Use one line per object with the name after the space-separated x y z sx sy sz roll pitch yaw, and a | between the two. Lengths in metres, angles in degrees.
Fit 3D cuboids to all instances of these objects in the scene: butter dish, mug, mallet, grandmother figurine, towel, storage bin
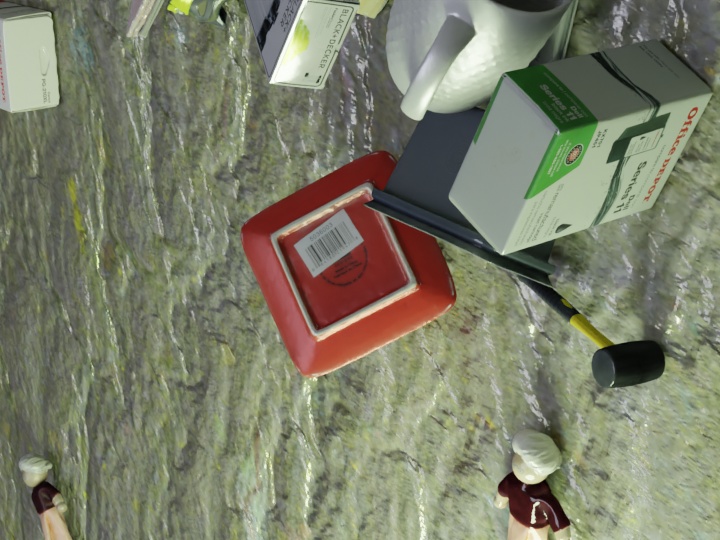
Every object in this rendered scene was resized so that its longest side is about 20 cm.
0.000 0.000 1.777 0.199 0.148 0.200 -28 75 12 | butter dish
0.090 -0.219 1.483 0.147 0.200 0.176 32 138 -1 | mug
0.206 0.053 1.558 0.200 0.066 0.041 38 129 42 | mallet
0.177 0.258 1.680 0.121 0.060 0.201 23 122 39 | grandmother figurine
-0.527 0.405 2.717 0.121 0.060 0.201 -32 78 47 | grandmother figurine
-0.237 -0.413 1.985 0.200 0.032 0.192 130 151 -49 | towel
0.126 -0.083 1.584 0.200 0.145 0.135 28 96 48 | storage bin

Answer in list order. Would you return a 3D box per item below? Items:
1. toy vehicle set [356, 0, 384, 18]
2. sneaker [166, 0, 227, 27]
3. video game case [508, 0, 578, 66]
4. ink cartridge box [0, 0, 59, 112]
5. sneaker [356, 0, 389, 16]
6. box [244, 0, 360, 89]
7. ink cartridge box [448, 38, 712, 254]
0.032 -0.362 1.550 0.124 0.026 0.201 128 153 -59 | toy vehicle set
-0.156 -0.381 1.926 0.200 0.081 0.074 -55 16 30 | sneaker
0.137 -0.281 1.579 0.200 0.022 0.183 41 132 40 | video game case
-0.551 -0.334 2.481 0.200 0.084 0.146 21 118 50 | ink cartridge box
0.009 -0.336 1.684 0.076 0.087 0.200 59 142 23 | sneaker
-0.069 -0.293 1.607 0.117 0.060 0.201 119 144 -43 | box
0.194 -0.111 1.405 0.083 0.199 0.147 49 138 29 | ink cartridge box
